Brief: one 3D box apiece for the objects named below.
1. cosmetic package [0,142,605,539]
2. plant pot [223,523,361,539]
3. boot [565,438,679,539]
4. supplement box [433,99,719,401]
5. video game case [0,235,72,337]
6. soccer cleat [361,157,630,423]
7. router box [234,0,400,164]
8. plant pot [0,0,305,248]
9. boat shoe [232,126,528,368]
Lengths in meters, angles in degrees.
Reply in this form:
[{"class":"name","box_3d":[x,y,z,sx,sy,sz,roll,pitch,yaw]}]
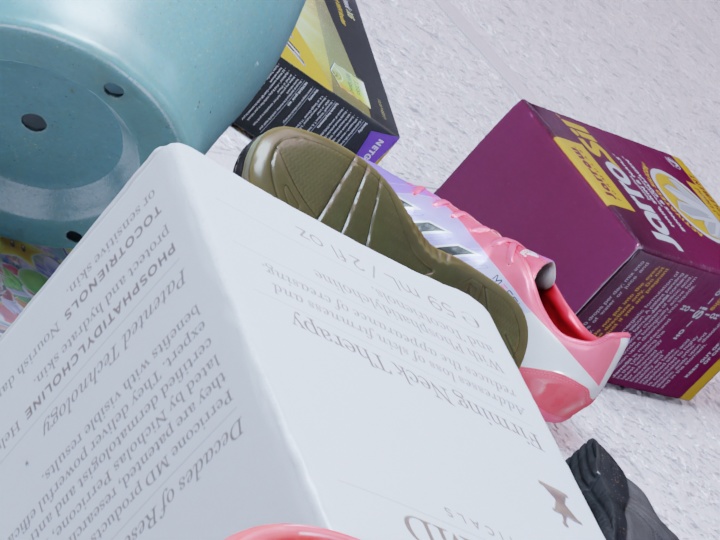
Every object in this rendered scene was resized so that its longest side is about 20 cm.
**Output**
[{"class":"cosmetic package","box_3d":[-0.031,0.101,0.897,0.167,0.166,0.200,27,25,-38]},{"class":"plant pot","box_3d":[-0.020,0.198,0.690,0.200,0.177,0.201,36,19,-15]},{"class":"boot","box_3d":[0.143,0.167,1.254,0.132,0.070,0.200,44,23,-10]},{"class":"supplement box","box_3d":[0.150,-0.009,1.587,0.200,0.103,0.131,13,35,-54]},{"class":"video game case","box_3d":[-0.165,-0.009,1.081,0.143,0.018,0.200,32,20,-12]},{"class":"soccer cleat","box_3d":[0.061,-0.002,1.436,0.200,0.077,0.067,47,20,14]},{"class":"router box","box_3d":[-0.064,-0.147,1.540,0.157,0.052,0.200,33,21,-26]},{"class":"plant pot","box_3d":[-0.117,-0.120,1.088,0.200,0.200,0.189,33,49,-23]},{"class":"boat shoe","box_3d":[0.001,-0.001,1.336,0.201,0.072,0.066,37,-25,-32]}]
